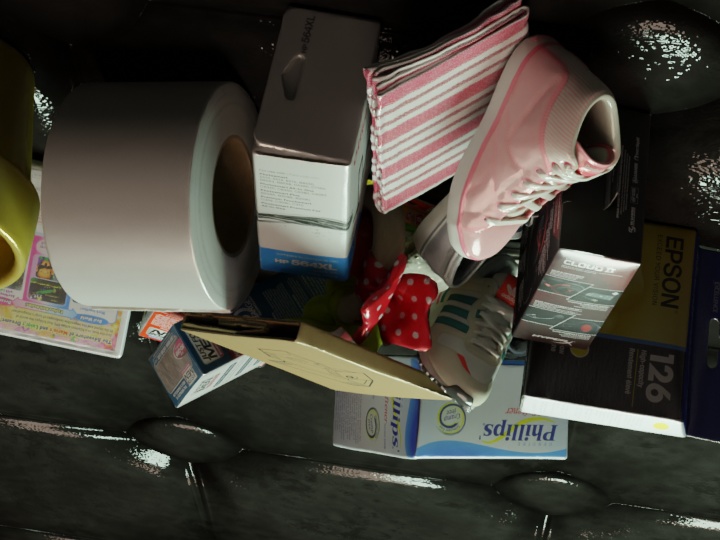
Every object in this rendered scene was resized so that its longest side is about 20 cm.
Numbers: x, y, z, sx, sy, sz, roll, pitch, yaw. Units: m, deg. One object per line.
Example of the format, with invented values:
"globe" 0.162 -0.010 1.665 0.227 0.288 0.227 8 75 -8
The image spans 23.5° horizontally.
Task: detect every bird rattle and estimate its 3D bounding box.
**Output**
"bird rattle" 0.000 0.000 1.573 0.112 0.164 0.200 6 164 -14

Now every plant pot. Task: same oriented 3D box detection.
"plant pot" -0.371 -0.106 1.525 0.200 0.189 0.201 8 152 4

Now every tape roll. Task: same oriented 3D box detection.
"tape roll" -0.175 -0.066 1.521 0.139 0.203 0.203 1 151 16

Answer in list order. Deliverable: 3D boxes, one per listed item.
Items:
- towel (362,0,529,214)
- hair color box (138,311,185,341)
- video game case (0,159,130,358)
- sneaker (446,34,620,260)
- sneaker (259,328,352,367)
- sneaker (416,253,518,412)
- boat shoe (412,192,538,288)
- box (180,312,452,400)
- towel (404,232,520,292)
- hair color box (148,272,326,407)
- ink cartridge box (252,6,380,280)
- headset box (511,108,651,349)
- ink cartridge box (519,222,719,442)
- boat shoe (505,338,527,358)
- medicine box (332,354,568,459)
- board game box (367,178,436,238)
"towel" 0.070 -0.134 1.416 0.146 0.030 0.200 -29 155 -12
"hair color box" -0.160 -0.010 1.721 0.064 0.111 0.200 18 153 -14
"video game case" -0.320 -0.018 1.724 0.199 0.183 0.024 12 -163 -5
"sneaker" 0.142 -0.078 1.387 0.075 0.105 0.201 -7 126 -45
"sneaker" -0.072 0.053 1.857 0.199 0.087 0.074 -8 -175 -11
"sneaker" 0.110 0.047 1.578 0.070 0.200 0.093 40 113 -12
"boat shoe" 0.122 -0.057 1.507 0.070 0.072 0.201 -17 156 -43
"box" -0.038 0.079 1.562 0.200 0.021 0.163 25 165 -41
"towel" 0.074 0.010 1.731 0.132 0.035 0.200 7 155 -24
"hair color box" -0.100 0.053 1.695 0.200 0.061 0.100 -27 169 -30
"ink cartridge box" -0.036 -0.103 1.460 0.084 0.146 0.200 10 153 3
"headset box" 0.192 -0.041 1.496 0.075 0.149 0.200 10 152 -4
"ink cartridge box" 0.256 0.049 1.594 0.199 0.198 0.047 8 154 4
"boat shoe" 0.156 0.056 1.786 0.073 0.066 0.200 23 150 -25
"medicine box" 0.093 0.142 1.823 0.182 0.103 0.200 3 177 -26
"board game box" 0.001 -0.030 1.722 0.095 0.030 0.200 21 149 -19
